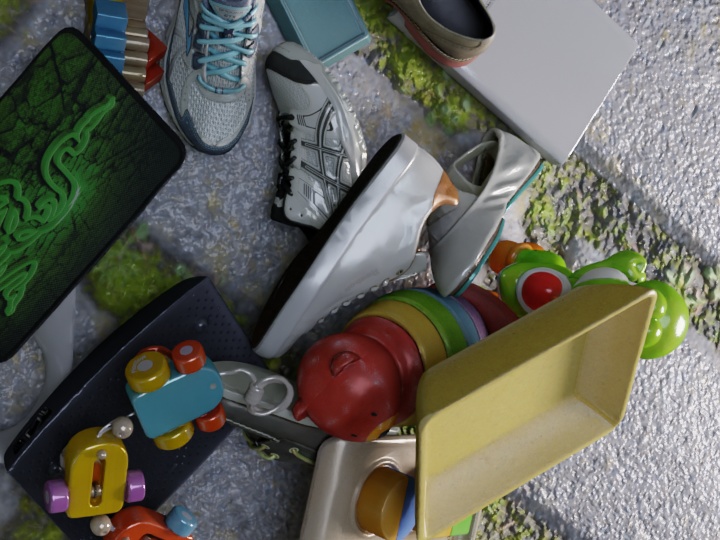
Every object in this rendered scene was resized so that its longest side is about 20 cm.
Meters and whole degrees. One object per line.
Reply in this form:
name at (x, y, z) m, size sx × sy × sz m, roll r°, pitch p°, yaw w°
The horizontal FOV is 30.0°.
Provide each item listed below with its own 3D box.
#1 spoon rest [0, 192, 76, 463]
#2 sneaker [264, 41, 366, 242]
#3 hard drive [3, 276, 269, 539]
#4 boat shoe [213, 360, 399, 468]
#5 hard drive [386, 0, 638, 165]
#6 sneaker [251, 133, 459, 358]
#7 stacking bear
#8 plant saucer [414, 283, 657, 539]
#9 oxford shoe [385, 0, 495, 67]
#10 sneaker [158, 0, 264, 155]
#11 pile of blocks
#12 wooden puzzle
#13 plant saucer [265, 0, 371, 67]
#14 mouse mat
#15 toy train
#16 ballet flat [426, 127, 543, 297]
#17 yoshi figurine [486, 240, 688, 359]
spoon rest at (-0.241, 0.037, 0.984) m, size 0.060 × 0.099 × 0.203 m, roll -4°, pitch 110°, yaw -43°
sneaker at (-0.038, -0.077, 1.059) m, size 0.087 × 0.076 × 0.202 m, roll -27°, pitch 101°, yaw -15°
hard drive at (-0.166, 0.108, 1.011) m, size 0.200 × 0.042 × 0.136 m, roll -46°, pitch 132°, yaw -18°
boat shoe at (-0.053, 0.121, 1.043) m, size 0.201 × 0.072 × 0.061 m, roll 21°, pitch 106°, yaw -44°
hard drive at (0.133, -0.204, 1.148) m, size 0.199 × 0.027 × 0.133 m, roll 38°, pitch 79°, yaw -19°
sneaker at (0.000, 0.000, 1.018) m, size 0.084 × 0.073 × 0.201 m, roll 37°, pitch 97°, yaw -16°
stacking bear at (0.028, 0.075, 1.031) m, size 0.199 × 0.121 × 0.114 m, roll -14°, pitch 67°, yaw -54°
plant saucer at (0.114, 0.096, 0.994) m, size 0.198 × 0.201 × 0.049 m, roll -27°, pitch 59°, yaw -16°
oxford shoe at (0.033, -0.246, 1.054) m, size 0.199 × 0.075 × 0.071 m, roll 39°, pitch 79°, yaw -10°
sneaker at (-0.109, -0.187, 1.010) m, size 0.077 × 0.086 × 0.203 m, roll 1°, pitch 98°, yaw -14°
pile of blocks at (-0.174, -0.137, 0.995) m, size 0.061 × 0.082 × 0.203 m, roll 4°, pitch 91°, yaw -22°
wooden puzzle at (0.032, 0.226, 1.080) m, size 0.199 × 0.046 × 0.188 m, roll 8°, pitch 96°, yaw -47°
plant saucer at (-0.059, -0.258, 1.070) m, size 0.069 × 0.019 × 0.202 m, roll -31°, pitch 105°, yaw -17°
mouse mat at (-0.227, -0.056, 0.937) m, size 0.200 × 0.161 × 0.008 m, roll -48°, pitch 153°, yaw 5°
toy train at (-0.144, 0.131, 0.961) m, size 0.149 × 0.056 × 0.201 m, roll 25°, pitch 106°, yaw -38°
ballet flat at (0.089, -0.052, 1.088) m, size 0.070 × 0.069 × 0.200 m, roll 55°, pitch 40°, yaw -16°
yoshi figurine at (0.187, 0.033, 1.092) m, size 0.111 × 0.199 × 0.114 m, roll -29°, pitch 112°, yaw -26°
